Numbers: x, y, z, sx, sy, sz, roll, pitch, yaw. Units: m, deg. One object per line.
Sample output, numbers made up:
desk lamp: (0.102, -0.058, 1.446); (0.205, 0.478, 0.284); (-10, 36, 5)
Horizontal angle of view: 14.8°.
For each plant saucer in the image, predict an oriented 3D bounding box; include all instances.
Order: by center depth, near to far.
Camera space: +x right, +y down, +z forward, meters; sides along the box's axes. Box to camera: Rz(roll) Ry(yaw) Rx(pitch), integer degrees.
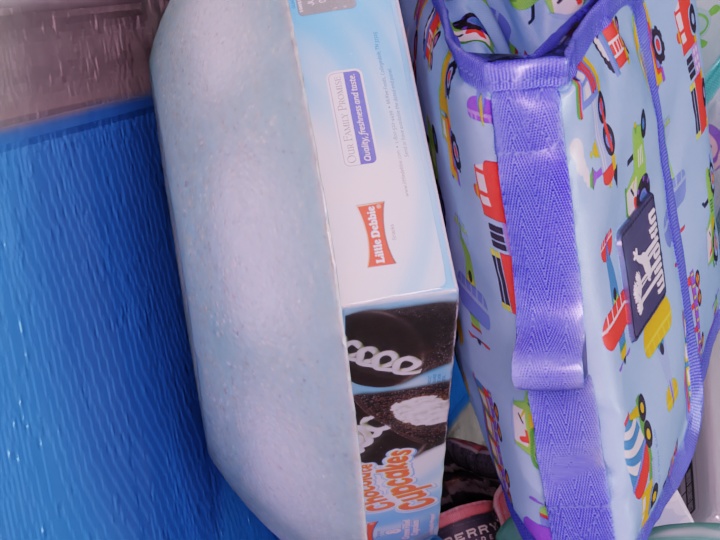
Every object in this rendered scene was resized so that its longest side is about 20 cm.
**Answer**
plant saucer: (-0.032, -0.006, 0.769); (0.201, 0.039, 0.201); (172, -90, -85)

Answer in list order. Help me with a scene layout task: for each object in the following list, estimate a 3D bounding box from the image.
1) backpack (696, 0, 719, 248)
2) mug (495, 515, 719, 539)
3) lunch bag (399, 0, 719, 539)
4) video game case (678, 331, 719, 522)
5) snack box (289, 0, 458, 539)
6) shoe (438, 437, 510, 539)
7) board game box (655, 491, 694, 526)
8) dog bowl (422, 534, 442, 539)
backpack: (0.129, -0.091, 0.977); (0.151, 0.178, 0.200); (39, -14, 29)
mug: (0.090, 0.149, 0.843); (0.152, 0.185, 0.114); (-59, 146, -21)
lunch bag: (0.054, -0.013, 0.802); (0.200, 0.094, 0.151); (-73, 157, -67)
video game case: (0.101, 0.103, 1.167); (0.023, 0.182, 0.200); (29, 31, -15)
snack box: (0.000, 0.000, 0.861); (0.200, 0.037, 0.116); (91, -10, -64)
shoe: (0.050, 0.132, 1.004); (0.200, 0.071, 0.091); (-115, 179, -71)
board game box: (0.059, 0.024, 1.032); (0.200, 0.043, 0.199); (61, -1, -17)
dog bowl: (0.009, 0.176, 0.870); (0.200, 0.049, 0.112); (-89, 166, -46)
